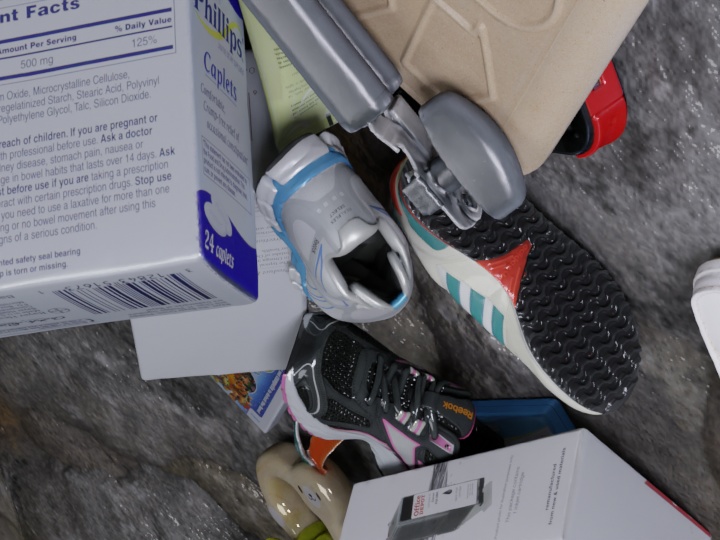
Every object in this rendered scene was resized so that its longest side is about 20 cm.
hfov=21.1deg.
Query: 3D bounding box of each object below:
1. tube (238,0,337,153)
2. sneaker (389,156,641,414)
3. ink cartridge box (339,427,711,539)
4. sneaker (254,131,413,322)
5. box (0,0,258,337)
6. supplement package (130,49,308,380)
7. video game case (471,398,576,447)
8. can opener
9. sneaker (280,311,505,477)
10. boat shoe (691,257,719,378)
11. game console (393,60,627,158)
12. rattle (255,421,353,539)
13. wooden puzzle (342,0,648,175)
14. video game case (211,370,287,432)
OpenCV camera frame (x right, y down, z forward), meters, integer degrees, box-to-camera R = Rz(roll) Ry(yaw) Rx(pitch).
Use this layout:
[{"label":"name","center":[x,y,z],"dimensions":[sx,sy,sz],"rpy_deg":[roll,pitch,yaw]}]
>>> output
[{"label":"tube","center":[-0.046,-0.168,1.103],"dimensions":[0.058,0.052,0.201],"rpy_deg":[-9,122,19]},{"label":"sneaker","center":[0.090,0.003,1.175],"dimensions":[0.200,0.070,0.093],"rpy_deg":[47,171,-9]},{"label":"ink cartridge box","center":[0.102,0.189,1.254],"dimensions":[0.199,0.083,0.147],"rpy_deg":[-20,133,41]},{"label":"sneaker","center":[0.000,0.000,1.152],"dimensions":[0.087,0.075,0.200],"rpy_deg":[50,179,26]},{"label":"box","center":[-0.159,-0.076,1.084],"dimensions":[0.183,0.201,0.105],"rpy_deg":[-8,165,15]},{"label":"supplement package","center":[-0.095,-0.033,1.241],"dimensions":[0.116,0.118,0.200],"rpy_deg":[-5,144,-3]},{"label":"video game case","center":[0.134,0.173,1.348],"dimensions":[0.143,0.018,0.201],"rpy_deg":[-7,121,54]},{"label":"can opener","center":[0.009,-0.104,1.019],"dimensions":[0.066,0.053,0.200],"rpy_deg":[-38,102,24]},{"label":"sneaker","center":[0.031,0.085,1.266],"dimensions":[0.086,0.081,0.200],"rpy_deg":[-2,156,36]},{"label":"boat shoe","center":[0.238,0.086,1.067],"dimensions":[0.200,0.069,0.071],"rpy_deg":[54,150,-11]},{"label":"game console","center":[0.054,-0.155,1.064],"dimensions":[0.176,0.031,0.201],"rpy_deg":[15,137,50]},{"label":"rattle","center":[-0.068,0.194,1.510],"dimensions":[0.131,0.142,0.200],"rpy_deg":[62,164,23]},{"label":"wooden puzzle","center":[0.044,-0.160,0.988],"dimensions":[0.200,0.046,0.185],"rpy_deg":[39,150,6]},{"label":"video game case","center":[-0.120,0.022,1.478],"dimensions":[0.200,0.018,0.143],"rpy_deg":[46,149,9]}]
